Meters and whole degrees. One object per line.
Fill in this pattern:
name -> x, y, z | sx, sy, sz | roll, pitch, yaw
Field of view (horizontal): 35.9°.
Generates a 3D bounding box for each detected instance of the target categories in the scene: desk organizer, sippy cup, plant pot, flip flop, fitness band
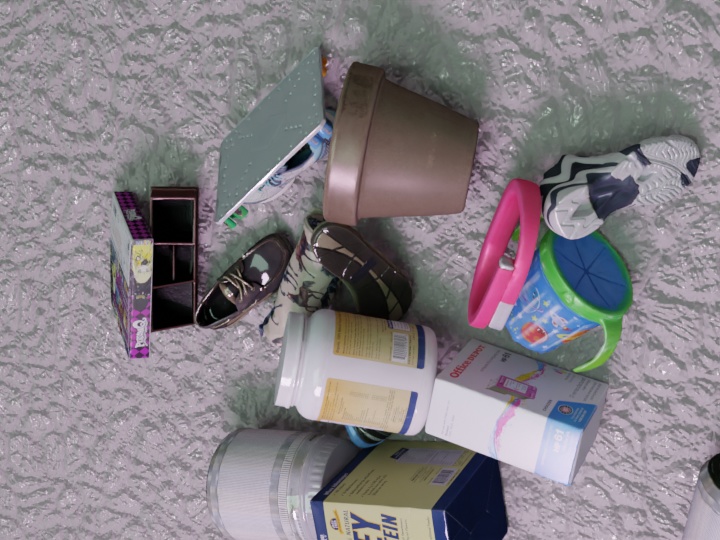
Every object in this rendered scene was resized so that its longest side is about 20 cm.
desk organizer -> -0.271, -0.015, 1.606 | 0.070, 0.077, 0.204 | 0, 103, -8
sippy cup -> 0.243, 0.030, 1.365 | 0.138, 0.180, 0.130 | 29, 134, -17
plant pot -> 0.055, -0.145, 1.377 | 0.171, 0.201, 0.204 | 10, 113, 4
flip flop -> 0.000, 0.000, 1.482 | 0.081, 0.058, 0.200 | -40, 123, 6
fitness band -> 0.171, -0.017, 1.340 | 0.037, 0.145, 0.202 | 13, 136, -5

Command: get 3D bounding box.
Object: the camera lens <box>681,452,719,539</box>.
camera lens -> 0.467, 0.329, 1.327 | 0.158, 0.160, 0.203 | 16, 114, 21

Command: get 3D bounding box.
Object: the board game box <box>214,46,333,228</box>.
board game box -> -0.111, -0.171, 1.428 | 0.026, 0.201, 0.199 | 36, 117, -28

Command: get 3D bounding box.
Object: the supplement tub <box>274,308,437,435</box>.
supplement tub -> -0.008, 0.131, 1.456 | 0.196, 0.145, 0.147 | 10, 114, -6

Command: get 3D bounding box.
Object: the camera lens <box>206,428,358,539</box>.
camera lens -> -0.111, 0.314, 1.606 | 0.197, 0.160, 0.163 | -1, 107, 27

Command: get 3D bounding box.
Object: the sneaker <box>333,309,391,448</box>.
sneaker -> -0.001, 0.148, 1.567 | 0.081, 0.071, 0.203 | -18, 96, 8

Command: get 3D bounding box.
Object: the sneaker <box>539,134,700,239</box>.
sneaker -> 0.292, -0.114, 1.319 | 0.197, 0.130, 0.080 | -32, 116, -3

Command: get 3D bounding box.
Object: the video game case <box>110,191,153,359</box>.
video game case -> -0.337, 0.003, 1.624 | 0.035, 0.200, 0.184 | -2, 112, -20

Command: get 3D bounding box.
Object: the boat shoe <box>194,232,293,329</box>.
boat shoe -> -0.168, 0.026, 1.597 | 0.075, 0.073, 0.200 | 46, 121, 5

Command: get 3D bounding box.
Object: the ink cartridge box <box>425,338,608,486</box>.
ink cartridge box -> 0.200, 0.176, 1.420 | 0.197, 0.144, 0.086 | 17, 114, 20

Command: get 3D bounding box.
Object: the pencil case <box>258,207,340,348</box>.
pencil case -> -0.075, 0.017, 1.544 | 0.089, 0.077, 0.202 | 44, 123, 33

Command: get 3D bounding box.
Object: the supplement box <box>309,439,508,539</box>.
supplement box -> 0.070, 0.334, 1.507 | 0.197, 0.200, 0.137 | -2, 105, 28

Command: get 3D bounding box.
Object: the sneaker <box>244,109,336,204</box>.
sneaker -> -0.113, -0.151, 1.501 | 0.199, 0.086, 0.078 | -34, 90, 31
